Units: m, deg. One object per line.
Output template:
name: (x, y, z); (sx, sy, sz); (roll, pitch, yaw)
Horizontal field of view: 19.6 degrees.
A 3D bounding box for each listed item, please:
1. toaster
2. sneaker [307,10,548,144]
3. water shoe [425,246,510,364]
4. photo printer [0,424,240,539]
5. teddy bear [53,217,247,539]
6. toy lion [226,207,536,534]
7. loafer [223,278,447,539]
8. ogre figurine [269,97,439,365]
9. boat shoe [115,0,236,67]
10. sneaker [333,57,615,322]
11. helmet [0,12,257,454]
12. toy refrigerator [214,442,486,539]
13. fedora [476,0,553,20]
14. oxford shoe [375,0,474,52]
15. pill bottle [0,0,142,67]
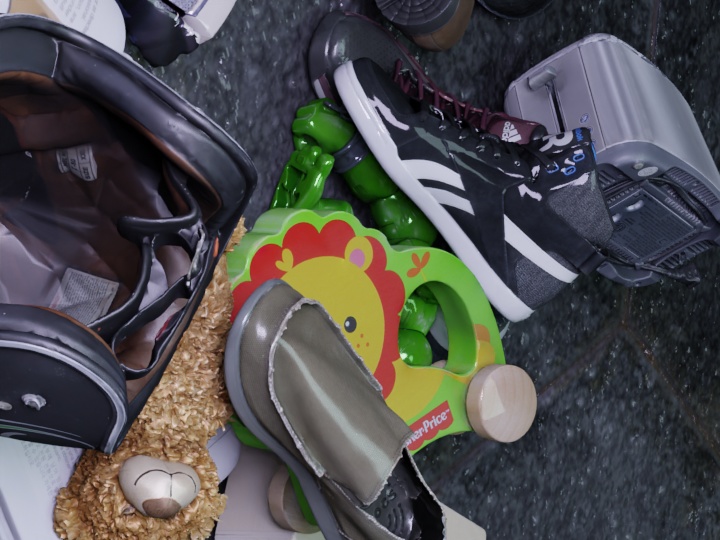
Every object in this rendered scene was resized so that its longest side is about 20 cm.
toaster: (0.186, -0.078, 1.486); (0.200, 0.114, 0.129); (29, 39, -46)
sneaker: (0.060, -0.103, 1.352); (0.200, 0.115, 0.076); (42, 61, -44)
water shoe: (0.075, 0.016, 1.430); (0.071, 0.079, 0.200); (39, 31, 3)
photo printer: (-0.149, 0.078, 1.147); (0.200, 0.069, 0.166); (-42, 124, -41)
teddy bear: (-0.105, 0.051, 1.081); (0.145, 0.067, 0.200); (27, 75, -43)
toy lion: (-0.004, 0.046, 1.212); (0.200, 0.069, 0.192); (-30, 111, -34)
loafer: (-0.005, 0.082, 1.104); (0.075, 0.070, 0.200); (-57, 136, -30)
ogre figurine: (0.000, 0.000, 1.310); (0.120, 0.098, 0.200); (19, 47, -37)
boat shoe: (-0.095, -0.217, 1.192); (0.093, 0.075, 0.200); (45, 49, -28)
sneaker: (0.081, -0.075, 1.288); (0.200, 0.112, 0.073); (51, 12, -17)
helmet: (-0.163, -0.021, 0.942); (0.191, 0.200, 0.200); (27, 64, -1)
toy refrigerator: (-0.005, 0.170, 1.335); (0.200, 0.070, 0.076); (36, 59, -47)
fedora: (0.140, -0.272, 1.455); (0.201, 0.092, 0.201); (-4, 96, -50)
oxford shoe: (0.046, -0.236, 1.368); (0.084, 0.073, 0.200); (44, 49, -64)
pill bottle: (-0.185, -0.122, 1.053); (0.200, 0.114, 0.114); (52, 55, -40)
